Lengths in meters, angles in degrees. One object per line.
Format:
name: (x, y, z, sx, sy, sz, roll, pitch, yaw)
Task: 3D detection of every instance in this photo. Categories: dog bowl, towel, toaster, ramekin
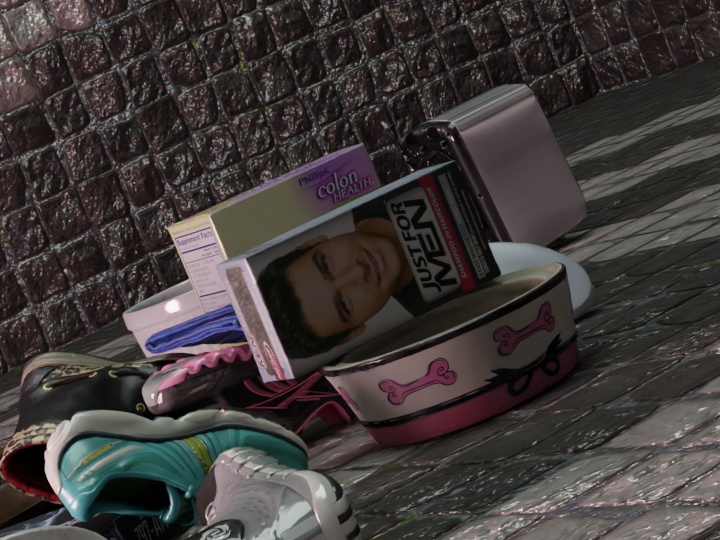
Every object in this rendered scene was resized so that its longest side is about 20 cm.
dog bowl: (0.075, 0.066, 1.629, 0.199, 0.074, 0.200, -23, 6, 2)
towel: (-0.062, 0.046, 1.798, 0.199, 0.024, 0.145, -2, -11, -40)
toaster: (0.138, -0.105, 2.379, 0.118, 0.201, 0.181, -29, 6, -16)
ramekin: (-0.165, 0.059, 2.518, 0.199, 0.105, 0.200, -23, 5, 2)

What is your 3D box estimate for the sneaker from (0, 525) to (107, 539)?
sneaker: (-0.256, 0.231, 1.443, 0.199, 0.075, 0.088, -26, -6, -15)

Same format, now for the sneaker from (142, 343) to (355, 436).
sneaker: (-0.081, 0.103, 1.749, 0.199, 0.096, 0.079, -9, -1, -34)

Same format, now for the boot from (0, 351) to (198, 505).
boot: (-0.191, 0.128, 1.759, 0.199, 0.073, 0.151, 7, 27, 2)

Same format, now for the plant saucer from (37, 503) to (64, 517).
plant saucer: (-0.188, 0.186, 1.774, 0.199, 0.032, 0.200, -22, 6, 2)

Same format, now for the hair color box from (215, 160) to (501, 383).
hair color box: (0.000, 0.000, 1.663, 0.200, 0.099, 0.061, -26, 7, -26)

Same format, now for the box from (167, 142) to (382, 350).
box: (-0.048, 0.013, 1.976, 0.176, 0.201, 0.097, -26, 7, -28)

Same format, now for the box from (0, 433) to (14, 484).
box: (-0.285, 0.176, 2.049, 0.200, 0.075, 0.100, -25, 5, -40)

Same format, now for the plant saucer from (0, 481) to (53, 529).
plant saucer: (-0.265, 0.184, 1.863, 0.200, 0.035, 0.200, -29, -7, -4)

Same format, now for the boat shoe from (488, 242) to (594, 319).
boat shoe: (0.103, 0.028, 1.864, 0.201, 0.075, 0.086, 2, -32, 14)

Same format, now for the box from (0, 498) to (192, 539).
box: (-0.239, 0.218, 1.595, 0.199, 0.044, 0.160, -21, 6, 20)

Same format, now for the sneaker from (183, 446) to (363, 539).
sneaker: (-0.089, 0.166, 1.341, 0.115, 0.075, 0.200, -28, 8, -24)

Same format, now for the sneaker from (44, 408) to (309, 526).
sneaker: (-0.127, 0.151, 1.548, 0.199, 0.080, 0.078, 0, -50, -27)
